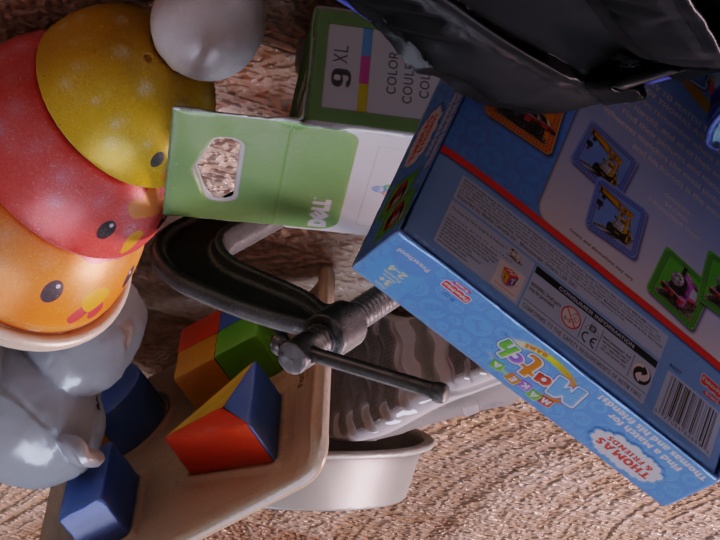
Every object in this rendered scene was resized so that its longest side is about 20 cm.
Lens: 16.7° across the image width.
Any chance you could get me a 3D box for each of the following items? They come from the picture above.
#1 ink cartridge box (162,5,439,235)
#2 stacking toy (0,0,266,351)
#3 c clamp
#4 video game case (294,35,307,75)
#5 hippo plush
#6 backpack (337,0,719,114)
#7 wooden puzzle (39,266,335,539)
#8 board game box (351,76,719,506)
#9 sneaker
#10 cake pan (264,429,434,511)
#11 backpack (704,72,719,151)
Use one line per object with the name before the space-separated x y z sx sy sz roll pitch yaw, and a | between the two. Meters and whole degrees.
ink cartridge box | 0.018 -0.060 1.052 0.199 0.060 0.104 6 157 -5
stacking toy | -0.114 -0.068 1.077 0.146 0.147 0.200 22 136 -34
c clamp | 0.000 0.000 1.092 0.170 0.200 0.027 16 118 21
video game case | 0.098 -0.071 1.118 0.182 0.022 0.200 -9 154 30
hippo plush | -0.191 0.043 1.205 0.160 0.201 0.159 28 173 -10
backpack | 0.059 -0.138 0.807 0.199 0.155 0.190 -4 148 37
wooden puzzle | -0.100 0.085 1.282 0.200 0.185 0.046 -33 114 17
board game box | 0.094 -0.034 0.923 0.151 0.200 0.037 37 140 -14
sneaker | 0.051 0.060 1.366 0.082 0.075 0.200 19 157 -37
cake pan | -0.057 0.108 1.445 0.199 0.037 0.200 5 -176 0
backpack | 0.215 -0.060 0.887 0.134 0.201 0.182 23 152 -35
